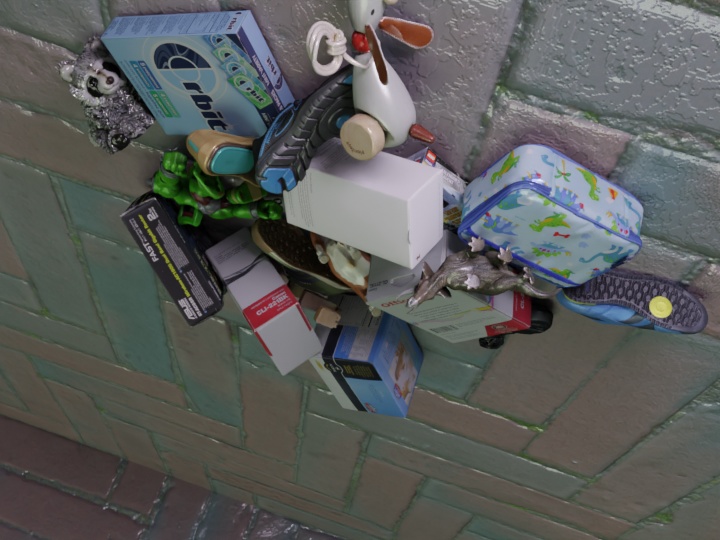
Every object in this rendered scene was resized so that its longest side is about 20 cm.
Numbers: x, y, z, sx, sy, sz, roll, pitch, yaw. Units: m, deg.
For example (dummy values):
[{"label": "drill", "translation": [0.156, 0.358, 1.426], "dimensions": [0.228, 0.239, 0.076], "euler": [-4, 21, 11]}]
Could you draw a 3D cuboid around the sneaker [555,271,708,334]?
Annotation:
[{"label": "sneaker", "translation": [0.369, 0.047, 1.113], "dimensions": [0.199, 0.066, 0.078], "euler": [14, 161, 13]}]

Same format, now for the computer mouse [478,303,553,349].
[{"label": "computer mouse", "translation": [0.243, 0.089, 1.290], "dimensions": [0.058, 0.034, 0.200], "euler": [12, 158, -18]}]

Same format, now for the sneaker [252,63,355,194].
[{"label": "sneaker", "translation": [-0.060, -0.184, 0.958], "dimensions": [0.200, 0.082, 0.073], "euler": [-40, 138, 18]}]

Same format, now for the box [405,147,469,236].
[{"label": "box", "translation": [0.068, -0.082, 1.109], "dimensions": [0.137, 0.040, 0.200], "euler": [36, 147, -26]}]

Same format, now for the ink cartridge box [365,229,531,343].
[{"label": "ink cartridge box", "translation": [0.128, 0.028, 1.153], "dimensions": [0.145, 0.083, 0.200], "euler": [-16, 149, 42]}]

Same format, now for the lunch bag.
[{"label": "lunch bag", "translation": [0.230, -0.058, 0.990], "dimensions": [0.200, 0.083, 0.161], "euler": [25, 149, -20]}]

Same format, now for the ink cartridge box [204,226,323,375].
[{"label": "ink cartridge box", "translation": [-0.157, 0.048, 1.312], "dimensions": [0.200, 0.084, 0.144], "euler": [51, 169, 37]}]

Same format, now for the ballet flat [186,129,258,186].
[{"label": "ballet flat", "translation": [-0.150, -0.153, 1.064], "dimensions": [0.063, 0.069, 0.200], "euler": [37, -166, 25]}]

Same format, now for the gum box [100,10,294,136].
[{"label": "gum box", "translation": [-0.195, -0.241, 1.012], "dimensions": [0.199, 0.045, 0.170], "euler": [6, 148, 25]}]

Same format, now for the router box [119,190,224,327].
[{"label": "router box", "translation": [-0.286, -0.026, 1.254], "dimensions": [0.200, 0.062, 0.150], "euler": [61, 179, -16]}]

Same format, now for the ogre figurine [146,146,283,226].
[{"label": "ogre figurine", "translation": [-0.222, -0.115, 1.170], "dimensions": [0.120, 0.099, 0.200], "euler": [-7, 177, 42]}]

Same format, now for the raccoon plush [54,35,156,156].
[{"label": "raccoon plush", "translation": [-0.370, -0.230, 1.102], "dimensions": [0.200, 0.097, 0.134], "euler": [-11, 129, 43]}]

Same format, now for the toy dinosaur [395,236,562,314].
[{"label": "toy dinosaur", "translation": [0.150, 0.004, 0.999], "dimensions": [0.199, 0.077, 0.102], "euler": [-4, 172, -19]}]

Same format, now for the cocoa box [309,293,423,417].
[{"label": "cocoa box", "translation": [0.013, 0.150, 1.420], "dimensions": [0.131, 0.134, 0.200], "euler": [4, 146, 26]}]

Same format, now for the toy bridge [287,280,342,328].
[{"label": "toy bridge", "translation": [-0.069, 0.056, 1.338], "dimensions": [0.067, 0.027, 0.200], "euler": [24, -176, -23]}]

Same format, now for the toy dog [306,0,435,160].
[{"label": "toy dog", "translation": [0.033, -0.203, 0.853], "dimensions": [0.096, 0.132, 0.200], "euler": [16, 151, 28]}]

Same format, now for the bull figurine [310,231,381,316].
[{"label": "bull figurine", "translation": [0.000, 0.000, 1.222], "dimensions": [0.200, 0.065, 0.121], "euler": [41, -172, -19]}]

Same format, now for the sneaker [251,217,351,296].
[{"label": "sneaker", "translation": [-0.104, -0.012, 1.292], "dimensions": [0.200, 0.067, 0.090], "euler": [30, 147, -27]}]

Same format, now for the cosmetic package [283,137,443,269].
[{"label": "cosmetic package", "translation": [0.000, -0.092, 1.025], "dimensions": [0.200, 0.085, 0.108], "euler": [21, 135, 27]}]

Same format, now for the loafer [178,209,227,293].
[{"label": "loafer", "translation": [-0.283, -0.033, 1.373], "dimensions": [0.068, 0.071, 0.201], "euler": [-9, 139, 40]}]
